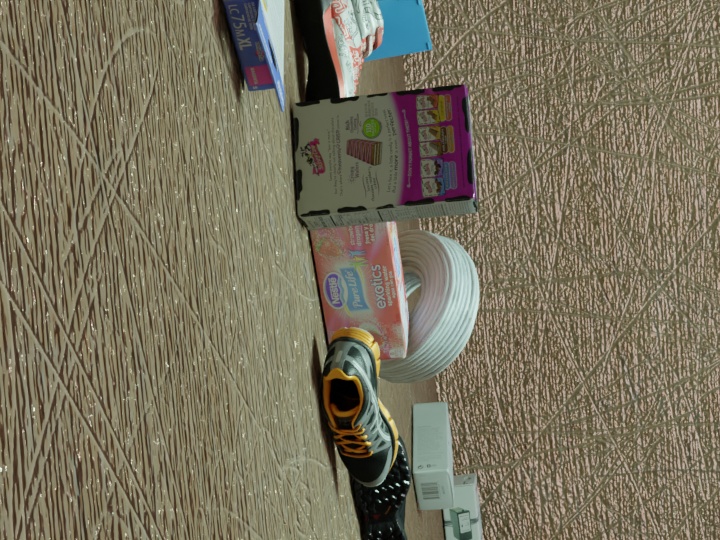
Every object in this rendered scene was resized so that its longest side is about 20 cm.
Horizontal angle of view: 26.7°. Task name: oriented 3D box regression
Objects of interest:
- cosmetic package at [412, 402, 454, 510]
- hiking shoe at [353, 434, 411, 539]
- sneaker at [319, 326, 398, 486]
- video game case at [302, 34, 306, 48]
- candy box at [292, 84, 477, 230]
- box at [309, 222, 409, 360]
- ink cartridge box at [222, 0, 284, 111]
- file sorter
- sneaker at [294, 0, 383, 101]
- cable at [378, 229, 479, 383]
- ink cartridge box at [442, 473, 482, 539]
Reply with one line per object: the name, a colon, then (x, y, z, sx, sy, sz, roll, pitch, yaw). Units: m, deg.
cosmetic package: (0.139, 0.352, 2.889, 0.201, 0.073, 0.102, -85, 168, -54)
hiking shoe: (0.024, 0.273, 1.962, 0.101, 0.075, 0.201, -102, -170, -56)
sneaker: (-0.010, 0.166, 1.727, 0.077, 0.078, 0.201, -60, 143, -57)
video game case: (-0.058, -0.357, 1.952, 0.182, 0.023, 0.202, 54, 30, -77)
candy box: (0.027, -0.126, 1.697, 0.061, 0.198, 0.138, 63, 24, -72)
box: (0.000, 0.000, 1.814, 0.103, 0.094, 0.201, -84, 166, -63)
ink cartridge box: (-0.098, -0.257, 1.408, 0.120, 0.042, 0.201, 76, 7, -53)
file sorter: (0.019, -0.399, 2.193, 0.200, 0.138, 0.124, 61, 20, -75)
sneaker: (-0.014, -0.251, 1.835, 0.107, 0.067, 0.203, -11, 94, -42)
cable: (0.065, 0.045, 1.954, 0.069, 0.199, 0.201, 31, 75, -37)
ink cartridge box: (0.239, 0.586, 3.538, 0.146, 0.083, 0.202, -20, 104, -84)
